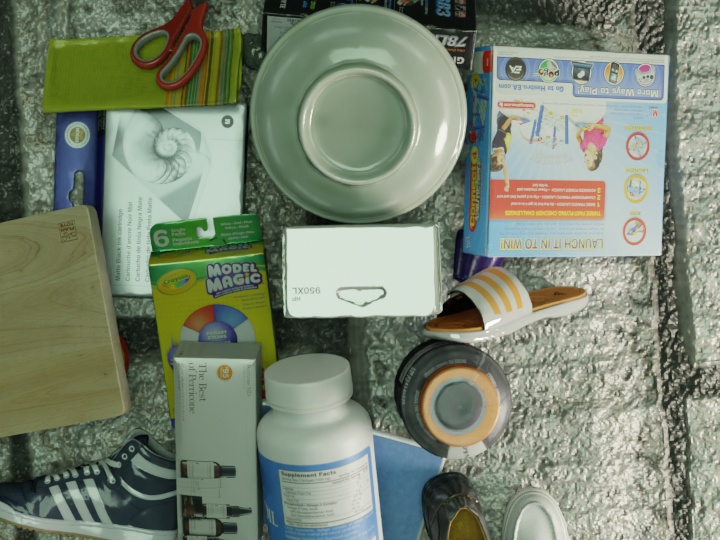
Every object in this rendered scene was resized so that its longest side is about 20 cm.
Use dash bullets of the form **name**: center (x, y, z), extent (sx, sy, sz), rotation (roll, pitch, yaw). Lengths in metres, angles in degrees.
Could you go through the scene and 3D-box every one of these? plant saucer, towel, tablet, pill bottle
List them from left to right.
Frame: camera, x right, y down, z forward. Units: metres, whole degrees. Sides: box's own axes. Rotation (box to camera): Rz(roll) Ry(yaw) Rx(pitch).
- **towel**: center (-0.215, -0.198, 1.393), extent (0.197, 0.018, 0.087), rotation (-2, 63, 5)
- **pill bottle**: center (-0.040, 0.186, 1.336), extent (0.111, 0.112, 0.203), rotation (-6, 105, -1)
- **tablet**: center (-0.025, 0.210, 1.407), extent (0.198, 0.014, 0.132), rotation (16, 105, -6)
- **plant saucer**: center (-0.003, -0.134, 1.263), extent (0.197, 0.050, 0.203), rotation (0, 107, 1)
- **pill bottle**: center (0.086, 0.120, 1.337), extent (0.105, 0.200, 0.108), rotation (0, 90, -1)

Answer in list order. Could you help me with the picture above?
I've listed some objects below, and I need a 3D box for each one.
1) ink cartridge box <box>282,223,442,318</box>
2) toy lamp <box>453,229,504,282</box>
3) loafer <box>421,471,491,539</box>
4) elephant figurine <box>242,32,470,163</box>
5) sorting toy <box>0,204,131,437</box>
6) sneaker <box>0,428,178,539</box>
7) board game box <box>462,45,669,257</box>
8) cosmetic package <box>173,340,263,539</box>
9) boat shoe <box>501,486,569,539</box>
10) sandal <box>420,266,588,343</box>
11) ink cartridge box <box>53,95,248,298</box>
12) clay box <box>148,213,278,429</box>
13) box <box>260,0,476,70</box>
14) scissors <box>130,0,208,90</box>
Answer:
- **ink cartridge box**: center (0.000, 0.000, 1.336), extent (0.143, 0.200, 0.085), rotation (-2, 90, -1)
- **toy lamp**: center (0.140, -0.082, 1.412), extent (0.058, 0.058, 0.202), rotation (19, 87, -1)
- **loafer**: center (0.106, 0.303, 1.390), extent (0.072, 0.072, 0.202), rotation (-19, 104, -5)
- **elephant figurine**: center (-0.012, -0.170, 1.381), extent (0.154, 0.141, 0.202), rotation (-6, 72, -29)
- **sorting toy**: center (-0.322, 0.053, 1.379), extent (0.198, 0.070, 0.201), rotation (-11, 89, 15)
- **sneaker**: center (-0.270, 0.205, 1.395), extent (0.197, 0.070, 0.110), rotation (12, 94, -8)
- **board game box**: center (0.200, -0.114, 1.372), extent (0.198, 0.056, 0.199), rotation (0, 95, -22)
- **cosmetic package**: center (-0.136, 0.172, 1.362), extent (0.081, 0.051, 0.203), rotation (0, 106, 1)
- **boat shoe**: center (0.174, 0.320, 1.403), extent (0.071, 0.069, 0.203), rotation (4, 90, -1)
- **sandal**: center (0.137, 0.023, 1.366), extent (0.205, 0.079, 0.060), rotation (-15, 104, -38)
- **ink cartridge box**: center (-0.213, -0.073, 1.413), extent (0.197, 0.041, 0.202), rotation (1, 90, -1)
- **clay box**: center (-0.141, 0.050, 1.379), extent (0.113, 0.048, 0.202), rotation (-6, 111, -1)
- **box**: center (0.012, -0.268, 1.349), extent (0.196, 0.201, 0.050), rotation (6, 130, -2)
- **scissors**: center (-0.154, -0.266, 1.401), extent (0.073, 0.014, 0.201), rotation (27, 73, 18)
